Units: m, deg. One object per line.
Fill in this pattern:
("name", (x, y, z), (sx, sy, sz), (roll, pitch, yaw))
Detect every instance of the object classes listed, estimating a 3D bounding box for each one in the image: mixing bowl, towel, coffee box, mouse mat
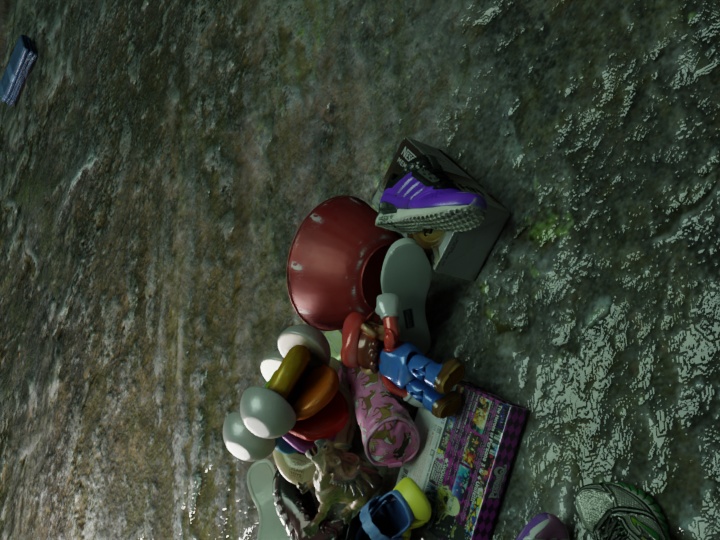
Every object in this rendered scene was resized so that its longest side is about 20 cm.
("mixing bowl", (0.000, 0.000, 1.598), (0.107, 0.198, 0.204), (16, 91, 46))
("towel", (-1.060, -0.620, 3.419), (0.201, 0.048, 0.112), (-58, 39, 25))
("coffee box", (0.110, -0.090, 1.563), (0.114, 0.079, 0.200), (-62, 38, 19))
("mouse mat", (-0.014, 0.401, 1.507), (0.200, 0.007, 0.164), (16, -91, -80))

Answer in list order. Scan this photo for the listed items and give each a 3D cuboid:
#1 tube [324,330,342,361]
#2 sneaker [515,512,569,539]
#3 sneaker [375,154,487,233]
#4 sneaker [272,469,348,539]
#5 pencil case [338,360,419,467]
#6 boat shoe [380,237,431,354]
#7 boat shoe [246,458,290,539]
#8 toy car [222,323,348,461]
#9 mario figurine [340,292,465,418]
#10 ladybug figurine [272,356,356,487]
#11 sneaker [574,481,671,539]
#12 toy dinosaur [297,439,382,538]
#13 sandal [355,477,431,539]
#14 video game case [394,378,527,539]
("tube", (-0.078, 0.184, 1.760), (0.202, 0.058, 0.052), (-59, -6, 15))
("sneaker", (0.174, 0.366, 1.320), (0.203, 0.079, 0.089), (-65, 29, 17))
("sneaker", (0.092, -0.107, 1.467), (0.198, 0.069, 0.101), (-1, 75, 52))
("sneaker", (-0.060, 0.372, 1.656), (0.115, 0.075, 0.203), (-36, 60, 35))
("pencil case", (0.023, 0.189, 1.550), (0.083, 0.086, 0.201), (-43, 27, 9))
("boat shoe", (0.059, 0.031, 1.538), (0.064, 0.069, 0.203), (-108, 11, -51))
("boat shoe", (-0.130, 0.396, 1.746), (0.073, 0.060, 0.202), (-31, 51, 10))
("toy car", (-0.091, 0.192, 1.570), (0.176, 0.149, 0.200), (-59, 4, -38))
("mario figurine", (0.060, 0.108, 1.477), (0.199, 0.105, 0.125), (31, 96, 33))
("ladybug figurine", (-0.065, 0.232, 1.679), (0.134, 0.072, 0.204), (12, 80, 23))
("sneaker", (0.291, 0.291, 1.172), (0.200, 0.084, 0.079), (45, 114, 52))
("toy dinosaur", (-0.014, 0.292, 1.535), (0.135, 0.199, 0.087), (-42, 65, 23))
("sandal", (0.027, 0.345, 1.474), (0.080, 0.086, 0.201), (53, 151, 26))
("video game case", (0.125, 0.249, 1.459), (0.180, 0.035, 0.204), (20, 95, 57))
